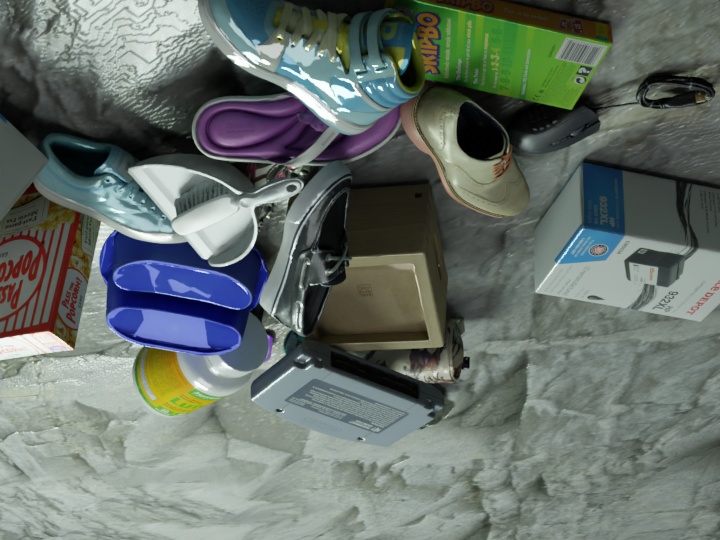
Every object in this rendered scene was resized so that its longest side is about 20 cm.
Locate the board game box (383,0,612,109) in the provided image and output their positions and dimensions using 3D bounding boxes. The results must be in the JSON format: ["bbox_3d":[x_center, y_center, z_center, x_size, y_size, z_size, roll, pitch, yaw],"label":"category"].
[{"bbox_3d":[0.110,-0.197,1.015,0.198,0.030,0.096,8,149,-10],"label":"board game box"}]

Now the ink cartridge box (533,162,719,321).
[{"bbox_3d":[0.301,-0.026,1.224,0.198,0.084,0.145,10,149,-9],"label":"ink cartridge box"}]

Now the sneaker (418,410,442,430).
[{"bbox_3d":[0.016,0.189,1.647,0.199,0.070,0.099,27,145,-33],"label":"sneaker"}]

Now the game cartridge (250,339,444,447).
[{"bbox_3d":[-0.020,0.147,1.339,0.199,0.042,0.133,23,143,-28],"label":"game cartridge"}]

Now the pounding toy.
[{"bbox_3d":[0.000,0.000,1.289,0.183,0.143,0.201,-3,138,12],"label":"pounding toy"}]

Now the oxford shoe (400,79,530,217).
[{"bbox_3d":[0.116,-0.105,1.105,0.074,0.071,0.200,20,168,46],"label":"oxford shoe"}]

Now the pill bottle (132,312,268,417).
[{"bbox_3d":[-0.206,0.117,1.499,0.111,0.112,0.200,23,149,-29],"label":"pill bottle"}]

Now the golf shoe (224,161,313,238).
[{"bbox_3d":[-0.112,-0.102,1.179,0.088,0.078,0.200,28,137,-13],"label":"golf shoe"}]

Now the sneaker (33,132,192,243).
[{"bbox_3d":[-0.244,-0.087,1.195,0.199,0.074,0.082,15,152,-9],"label":"sneaker"}]

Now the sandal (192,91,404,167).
[{"bbox_3d":[-0.057,-0.132,1.069,0.201,0.083,0.050,-9,-169,4],"label":"sandal"}]

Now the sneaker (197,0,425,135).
[{"bbox_3d":[-0.028,-0.198,0.958,0.199,0.080,0.130,29,150,-32],"label":"sneaker"}]

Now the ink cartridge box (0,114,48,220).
[{"bbox_3d":[-0.439,-0.080,1.163,0.199,0.126,0.129,-25,118,42],"label":"ink cartridge box"}]

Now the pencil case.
[{"bbox_3d":[0.038,0.106,1.487,0.199,0.090,0.078,-5,113,22],"label":"pencil case"}]

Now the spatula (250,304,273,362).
[{"bbox_3d":[-0.138,0.069,1.510,0.056,0.021,0.200,11,149,-3],"label":"spatula"}]

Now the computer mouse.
[{"bbox_3d":[0.232,-0.142,1.085,0.199,0.034,0.059,-12,145,25],"label":"computer mouse"}]

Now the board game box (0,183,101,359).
[{"bbox_3d":[-0.360,-0.004,1.237,0.150,0.201,0.046,-10,147,22],"label":"board game box"}]

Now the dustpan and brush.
[{"bbox_3d":[-0.128,-0.068,1.120,0.199,0.057,0.140,-20,123,31],"label":"dustpan and brush"}]

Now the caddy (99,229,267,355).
[{"bbox_3d":[-0.207,0.012,1.346,0.198,0.105,0.142,11,125,-11],"label":"caddy"}]

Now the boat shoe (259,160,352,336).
[{"bbox_3d":[-0.039,-0.015,1.116,0.068,0.072,0.201,40,130,19],"label":"boat shoe"}]

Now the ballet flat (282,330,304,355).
[{"bbox_3d":[-0.020,0.136,1.394,0.074,0.075,0.200,-13,144,27],"label":"ballet flat"}]
